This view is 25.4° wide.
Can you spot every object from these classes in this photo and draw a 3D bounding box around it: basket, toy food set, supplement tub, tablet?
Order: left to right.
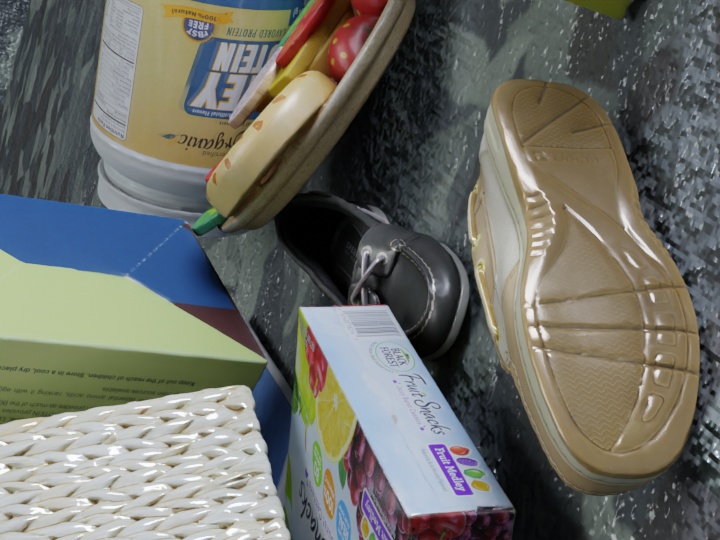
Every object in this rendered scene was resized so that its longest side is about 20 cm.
[{"bbox_3d":[-0.127,0.188,0.801,0.161,0.199,0.199,-111,14,-49],"label":"basket"},{"bbox_3d":[-0.110,-0.139,1.107,0.145,0.144,0.201,-117,35,-60],"label":"supplement tub"},{"bbox_3d":[-0.077,0.119,1.069,0.200,0.014,0.131,-134,59,-65],"label":"tablet"},{"bbox_3d":[-0.037,-0.104,0.963,0.201,0.049,0.198,-59,11,-14],"label":"toy food set"}]

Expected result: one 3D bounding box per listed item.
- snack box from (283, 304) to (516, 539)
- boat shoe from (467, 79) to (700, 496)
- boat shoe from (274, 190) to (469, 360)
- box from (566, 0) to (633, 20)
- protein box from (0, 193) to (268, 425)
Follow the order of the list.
[{"bbox_3d":[0.010,0.121,0.744,0.200,0.053,0.143,-122,33,-63],"label":"snack box"},{"bbox_3d":[0.084,0.012,0.643,0.069,0.073,0.201,108,164,-47],"label":"boat shoe"},{"bbox_3d":[0.000,0.000,0.875,0.200,0.057,0.067,-139,64,-67],"label":"boat shoe"},{"bbox_3d":[0.100,-0.208,0.750,0.201,0.050,0.075,-98,30,-44],"label":"box"},{"bbox_3d":[-0.197,0.078,0.906,0.201,0.198,0.135,-62,41,26],"label":"protein box"}]
